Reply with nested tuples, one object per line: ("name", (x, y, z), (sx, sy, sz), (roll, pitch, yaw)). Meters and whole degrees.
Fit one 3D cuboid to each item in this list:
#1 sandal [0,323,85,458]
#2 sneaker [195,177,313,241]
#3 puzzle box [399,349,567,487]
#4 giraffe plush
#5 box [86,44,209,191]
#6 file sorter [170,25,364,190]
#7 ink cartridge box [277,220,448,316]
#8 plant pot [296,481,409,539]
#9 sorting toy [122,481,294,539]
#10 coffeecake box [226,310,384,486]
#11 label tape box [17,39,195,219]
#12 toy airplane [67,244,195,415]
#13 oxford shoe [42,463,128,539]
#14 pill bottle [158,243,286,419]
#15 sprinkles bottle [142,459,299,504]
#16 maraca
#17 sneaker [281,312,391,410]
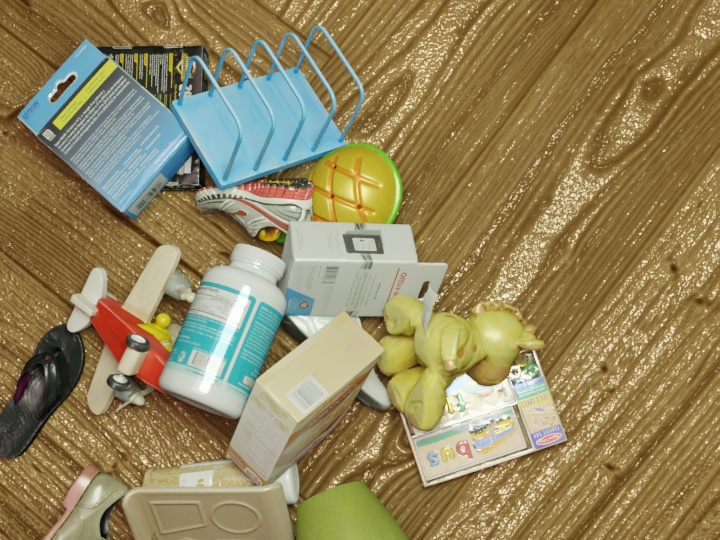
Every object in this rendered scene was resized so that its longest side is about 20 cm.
("sandal", (-0.442, 0.167, 1.390), (0.075, 0.048, 0.201), (28, 88, 8))
("sneaker", (-0.145, -0.078, 1.344), (0.200, 0.078, 0.082), (7, 106, 42))
("puzzle box", (0.156, 0.193, 1.342), (0.199, 0.025, 0.133), (-20, 83, 3))
("giraffe plush", (0.131, 0.093, 1.283), (0.162, 0.200, 0.173), (-4, 52, -26))
("box", (-0.294, -0.211, 1.416), (0.159, 0.049, 0.201), (0, 84, 3))
("file sorter", (-0.115, -0.217, 1.310), (0.200, 0.123, 0.139), (-22, 72, -31))
("ink cartridge box", (0.000, 0.000, 1.310), (0.199, 0.116, 0.067), (1, 51, -15))
("plant pot", (-0.004, 0.375, 1.266), (0.187, 0.187, 0.201), (-24, 70, 3))
("sorting toy", (-0.188, 0.333, 1.307), (0.199, 0.186, 0.037), (-5, 39, 3))
("coffeecake box", (-0.072, 0.163, 1.252), (0.073, 0.200, 0.153), (43, 54, 13))
("label tape box", (-0.334, -0.188, 1.362), (0.200, 0.066, 0.143), (41, 88, 10))
("toy airplane", (-0.297, 0.083, 1.356), (0.200, 0.141, 0.200), (-20, 68, 39))
("oxford shoe", (-0.380, 0.363, 1.354), (0.075, 0.070, 0.201), (27, 88, 2))
("pill bottle", (-0.159, 0.071, 1.242), (0.110, 0.111, 0.201), (20, 76, 7))
("sprinkles bottle", (-0.183, 0.284, 1.343), (0.199, 0.068, 0.069), (-8, 83, 5))
("maraca", (-0.030, -0.081, 1.352), (0.200, 0.107, 0.137), (-39, 71, 21))
("sneaker", (-0.019, 0.099, 1.348), (0.080, 0.070, 0.200), (-41, 88, -21))
